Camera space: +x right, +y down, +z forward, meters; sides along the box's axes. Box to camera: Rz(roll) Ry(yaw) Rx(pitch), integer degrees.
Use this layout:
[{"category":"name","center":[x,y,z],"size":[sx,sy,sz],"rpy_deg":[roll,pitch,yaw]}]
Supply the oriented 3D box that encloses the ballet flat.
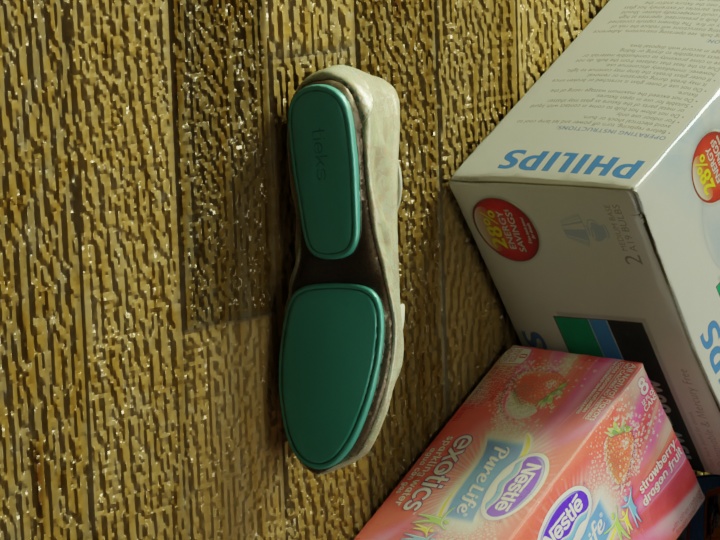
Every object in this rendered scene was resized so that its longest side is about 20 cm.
[{"category":"ballet flat","center":[0.000,0.000,1.431],"size":[0.062,0.067,0.200],"rpy_deg":[-6,100,-57]}]

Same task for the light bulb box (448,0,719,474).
[{"category":"light bulb box","center":[0.178,-0.029,1.575],"size":[0.200,0.125,0.198],"rpy_deg":[-48,127,-34]}]

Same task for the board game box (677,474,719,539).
[{"category":"board game box","center":[0.210,0.184,1.580],"size":[0.037,0.200,0.151],"rpy_deg":[4,83,-11]}]

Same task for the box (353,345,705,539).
[{"category":"box","center":[0.077,0.142,1.507],"size":[0.200,0.095,0.103],"rpy_deg":[-48,126,-32]}]
